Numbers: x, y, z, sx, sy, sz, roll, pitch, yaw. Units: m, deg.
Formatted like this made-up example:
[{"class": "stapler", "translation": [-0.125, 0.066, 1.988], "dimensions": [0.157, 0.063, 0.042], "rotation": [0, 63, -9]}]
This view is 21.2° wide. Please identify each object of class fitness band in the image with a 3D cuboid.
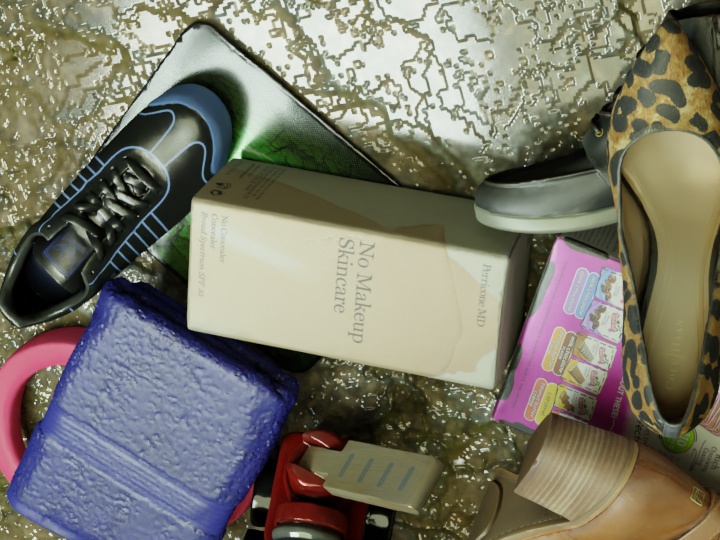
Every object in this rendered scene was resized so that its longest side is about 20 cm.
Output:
[{"class": "fitness band", "translation": [-0.161, 0.115, 1.322], "dimensions": [0.199, 0.037, 0.144], "rotation": [14, 114, 12]}]

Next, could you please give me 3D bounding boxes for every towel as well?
[{"class": "towel", "translation": [-0.136, 0.111, 1.265], "dimensions": [0.147, 0.050, 0.201], "rotation": [30, 121, 3]}]

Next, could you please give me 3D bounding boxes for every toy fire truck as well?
[{"class": "toy fire truck", "translation": [-0.019, 0.177, 1.181], "dimensions": [0.128, 0.177, 0.200], "rotation": [9, 157, 6]}]

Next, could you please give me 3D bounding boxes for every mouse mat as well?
[{"class": "mouse mat", "translation": [-0.071, -0.043, 1.235], "dimensions": [0.200, 0.008, 0.161], "rotation": [39, 120, -2]}]

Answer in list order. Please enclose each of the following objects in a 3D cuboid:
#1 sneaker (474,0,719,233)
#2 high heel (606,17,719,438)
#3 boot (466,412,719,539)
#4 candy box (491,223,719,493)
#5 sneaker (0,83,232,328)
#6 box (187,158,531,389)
[{"class": "sneaker", "translation": [0.153, -0.090, 1.104], "dimensions": [0.199, 0.075, 0.107], "rotation": [-12, 105, 13]}, {"class": "high heel", "translation": [0.166, -0.019, 1.008], "dimensions": [0.071, 0.143, 0.201], "rotation": [-1, 117, 6]}, {"class": "boot", "translation": [0.151, 0.168, 1.178], "dimensions": [0.155, 0.077, 0.200], "rotation": [26, 139, -3]}, {"class": "candy box", "translation": [0.195, 0.061, 1.157], "dimensions": [0.199, 0.061, 0.137], "rotation": [23, 120, 9]}, {"class": "sneaker", "translation": [-0.157, -0.034, 1.221], "dimensions": [0.070, 0.078, 0.200], "rotation": [42, 120, -2]}, {"class": "box", "translation": [0.000, 0.000, 1.181], "dimensions": [0.199, 0.078, 0.096], "rotation": [9, 115, 14]}]
